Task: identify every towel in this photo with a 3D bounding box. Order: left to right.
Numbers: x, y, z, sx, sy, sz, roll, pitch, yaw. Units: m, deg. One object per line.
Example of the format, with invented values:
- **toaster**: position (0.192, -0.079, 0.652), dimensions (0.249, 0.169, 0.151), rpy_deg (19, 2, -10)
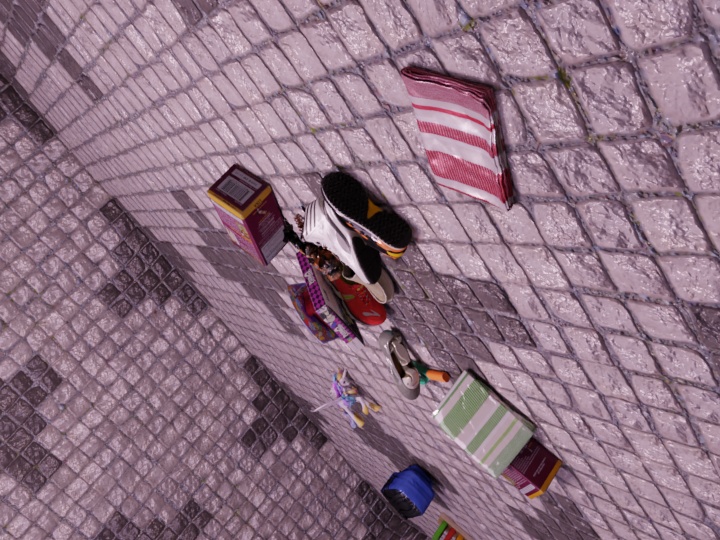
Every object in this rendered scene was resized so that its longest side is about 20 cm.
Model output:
- **towel**: position (0.130, -0.170, 0.916), dimensions (0.142, 0.023, 0.202), rpy_deg (28, 155, 39)
- **towel**: position (0.266, 0.335, 1.515), dimensions (0.199, 0.154, 0.023), rpy_deg (40, -160, 12)

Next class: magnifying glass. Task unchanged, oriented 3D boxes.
- **magnifying glass**: position (0.162, 0.258, 1.713), dimensions (0.080, 0.022, 0.199), rpy_deg (49, 159, -13)

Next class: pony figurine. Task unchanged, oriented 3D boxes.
- **pony figurine**: position (-0.053, 0.440, 2.350), dimensions (0.201, 0.167, 0.192), rpy_deg (47, 128, -3)

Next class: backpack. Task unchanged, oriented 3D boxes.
- **backpack**: position (0.185, 0.813, 2.563), dimensions (0.162, 0.169, 0.200), rpy_deg (40, 156, -1)

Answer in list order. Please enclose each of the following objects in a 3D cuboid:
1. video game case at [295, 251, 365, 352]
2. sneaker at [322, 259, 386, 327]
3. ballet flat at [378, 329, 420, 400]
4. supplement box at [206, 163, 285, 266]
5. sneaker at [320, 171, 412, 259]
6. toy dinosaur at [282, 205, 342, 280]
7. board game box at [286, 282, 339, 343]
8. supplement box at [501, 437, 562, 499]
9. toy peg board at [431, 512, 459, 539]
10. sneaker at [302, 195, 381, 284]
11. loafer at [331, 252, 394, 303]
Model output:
- **video game case**: position (-0.070, 0.067, 1.593), dimensions (0.182, 0.035, 0.202), rpy_deg (50, -169, -44)
- **sneaker**: position (-0.010, 0.047, 1.552), dimensions (0.200, 0.077, 0.085), rpy_deg (47, 155, -10)
- **ballet flat**: position (0.105, 0.236, 1.678), dimensions (0.063, 0.067, 0.204), rpy_deg (0, 122, 56)
- **supplement box**: position (-0.261, -0.129, 1.639), dimensions (0.129, 0.104, 0.202), rpy_deg (31, 156, 28)
- **sneaker**: position (0.002, -0.091, 1.250), dimensions (0.198, 0.070, 0.090), rpy_deg (38, 157, 9)
- **toy dinosaur**: position (-0.107, -0.058, 1.489), dimensions (0.197, 0.103, 0.137), rpy_deg (25, 158, 40)
- **board game box**: position (-0.094, 0.087, 1.625), dimensions (0.160, 0.039, 0.199), rpy_deg (58, -164, 8)
- **supplement box**: position (0.345, 0.417, 1.577), dimensions (0.198, 0.086, 0.111), rpy_deg (38, 159, 14)
- **toy peg board**: position (0.394, 1.158, 2.951), dimensions (0.197, 0.098, 0.202), rpy_deg (37, 160, 19)
- **sneaker**: position (-0.041, -0.057, 1.352), dimensions (0.113, 0.076, 0.204), rpy_deg (-13, 115, 40)
- **loafer**: position (0.000, 0.000, 1.440), dimensions (0.075, 0.068, 0.202), rpy_deg (10, 142, 56)
